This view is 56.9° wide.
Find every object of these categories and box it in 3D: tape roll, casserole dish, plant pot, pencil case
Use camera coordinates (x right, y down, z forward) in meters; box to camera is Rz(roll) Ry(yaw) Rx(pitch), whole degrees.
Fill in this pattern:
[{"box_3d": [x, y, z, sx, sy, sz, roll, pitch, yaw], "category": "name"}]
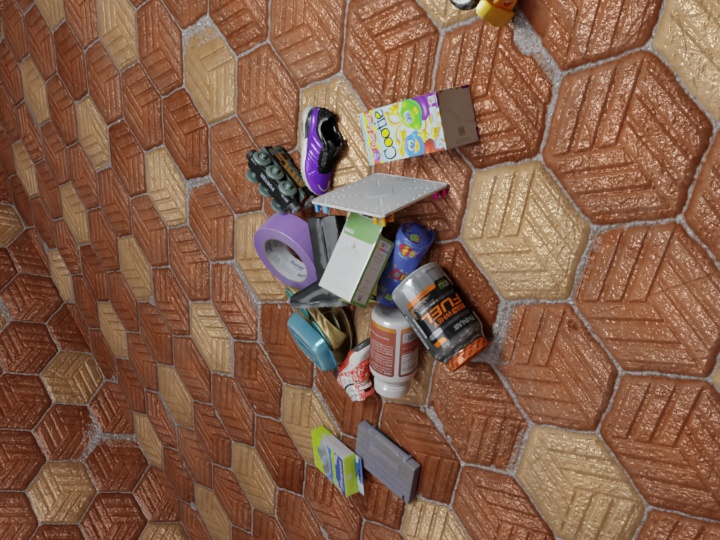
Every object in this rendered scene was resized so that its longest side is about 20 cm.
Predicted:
[{"box_3d": [-0.166, -0.043, 1.631, 0.198, 0.066, 0.202, 28, 146, 21], "category": "tape roll"}, {"box_3d": [-0.127, 0.183, 1.675, 0.200, 0.039, 0.122, 38, 156, 47], "category": "casserole dish"}, {"box_3d": [-0.084, 0.141, 1.708, 0.198, 0.027, 0.203, 22, 121, 41], "category": "plant pot"}, {"box_3d": [0.087, -0.016, 1.410, 0.077, 0.088, 0.201, 21, 132, -4], "category": "pencil case"}]

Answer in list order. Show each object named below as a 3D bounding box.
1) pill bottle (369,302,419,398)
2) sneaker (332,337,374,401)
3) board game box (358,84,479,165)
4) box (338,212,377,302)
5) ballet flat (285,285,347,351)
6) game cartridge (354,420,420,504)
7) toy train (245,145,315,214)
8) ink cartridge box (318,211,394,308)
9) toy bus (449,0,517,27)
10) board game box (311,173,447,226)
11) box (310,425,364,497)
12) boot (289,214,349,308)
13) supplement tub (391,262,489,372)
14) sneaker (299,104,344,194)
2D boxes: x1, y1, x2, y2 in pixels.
[{"box_3d": [0.075, 0.177, 1.483, 0.111, 0.111, 0.203, 25, 124, 38], "category": "pill bottle"}, {"box_3d": [0.008, 0.249, 1.627, 0.109, 0.067, 0.202, 54, 141, 14], "category": "sneaker"}, {"box_3d": [0.107, -0.271, 1.252, 0.198, 0.104, 0.105, -3, 105, 47], "category": "board game box"}, {"box_3d": [0.002, -0.032, 1.442, 0.075, 0.050, 0.204, -11, 69, 43], "category": "box"}, {"box_3d": [-0.107, 0.108, 1.650, 0.201, 0.063, 0.069, 52, 163, 8], "category": "ballet flat"}, {"box_3d": [0.066, 0.485, 1.694, 0.199, 0.038, 0.132, 32, 125, 35], "category": "game cartridge"}, {"box_3d": [-0.191, -0.219, 1.597, 0.200, 0.113, 0.086, 49, 133, 19], "category": "toy train"}, {"box_3d": [0.002, -0.036, 1.366, 0.103, 0.059, 0.203, 25, 92, 44], "category": "ink cartridge box"}, {"box_3d": [0.200, -0.516, 1.038, 0.192, 0.135, 0.201, -46, 74, 31], "category": "toy bus"}, {"box_3d": [0.038, -0.143, 1.311, 0.198, 0.199, 0.026, 16, 123, 42], "category": "board game box"}, {"box_3d": [-0.065, 0.525, 1.818, 0.199, 0.047, 0.124, 24, 125, 54], "category": "box"}, {"box_3d": [-0.099, -0.021, 1.505, 0.162, 0.066, 0.204, -5, 100, 22], "category": "boot"}, {"box_3d": [0.163, 0.095, 1.342, 0.201, 0.122, 0.123, 54, 138, 15], "category": "supplement tub"}, {"box_3d": [-0.081, -0.264, 1.490, 0.099, 0.069, 0.203, 17, 120, 40], "category": "sneaker"}]
